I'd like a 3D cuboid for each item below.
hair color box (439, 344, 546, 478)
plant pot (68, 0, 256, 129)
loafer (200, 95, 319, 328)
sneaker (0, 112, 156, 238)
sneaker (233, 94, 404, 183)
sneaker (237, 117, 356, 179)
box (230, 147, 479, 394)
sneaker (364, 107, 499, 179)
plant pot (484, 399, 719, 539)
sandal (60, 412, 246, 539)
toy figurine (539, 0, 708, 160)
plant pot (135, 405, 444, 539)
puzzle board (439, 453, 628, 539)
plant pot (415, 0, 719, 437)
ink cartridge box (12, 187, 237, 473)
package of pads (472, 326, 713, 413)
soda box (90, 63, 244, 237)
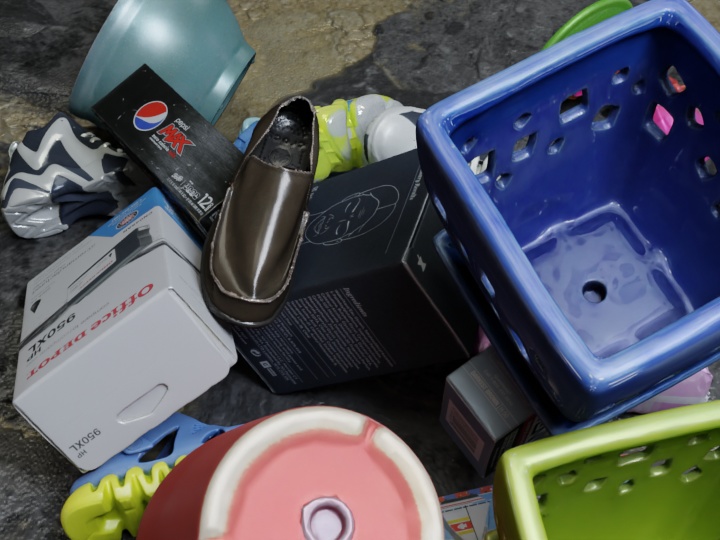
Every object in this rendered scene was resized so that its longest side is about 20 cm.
[{"bbox_3d":[0.156,0.063,0.760,0.199,0.099,0.061,-34,68,-14],"label":"hair color box"},{"bbox_3d":[-0.193,-0.213,1.059,0.133,0.200,0.201,32,48,-8],"label":"plant pot"},{"bbox_3d":[-0.073,-0.053,0.762,0.072,0.072,0.202,13,58,-8],"label":"loafer"},{"bbox_3d":[-0.262,-0.114,1.019,0.197,0.080,0.131,-17,56,-4],"label":"sneaker"},{"bbox_3d":[-0.041,-0.128,0.963,0.104,0.077,0.199,11,18,38],"label":"sneaker"},{"bbox_3d":[-0.030,-0.118,1.028,0.197,0.082,0.074,2,47,0],"label":"sneaker"},{"bbox_3d":[0.000,0.000,0.838,0.198,0.107,0.149,-15,36,35],"label":"box"},{"bbox_3d":[0.105,-0.078,0.905,0.080,0.199,0.129,-58,35,-3],"label":"sneaker"},{"bbox_3d":[0.187,0.212,0.630,0.197,0.182,0.202,-10,62,-10],"label":"plant pot"},{"bbox_3d":[-0.132,0.142,0.783,0.198,0.080,0.087,-10,43,-13],"label":"sandal"},{"bbox_3d":[0.302,-0.173,1.086,0.199,0.151,0.185,-12,57,-47],"label":"toy figurine"},{"bbox_3d":[-0.039,0.174,0.636,0.198,0.178,0.203,5,67,-13],"label":"plant pot"},{"bbox_3d":[0.143,0.217,0.756,0.198,0.018,0.152,-10,47,-11],"label":"puzzle board"},{"bbox_3d":[0.159,-0.017,0.643,0.198,0.180,0.201,-26,66,-11],"label":"plant pot"},{"bbox_3d":[-0.185,0.038,0.794,0.144,0.084,0.200,-36,28,3],"label":"ink cartridge box"},{"bbox_3d":[0.192,0.057,0.869,0.197,0.076,0.121,3,48,2],"label":"package of pads"},{"bbox_3d":[-0.154,-0.099,0.895,0.071,0.064,0.200,-40,55,-9],"label":"soda box"}]
